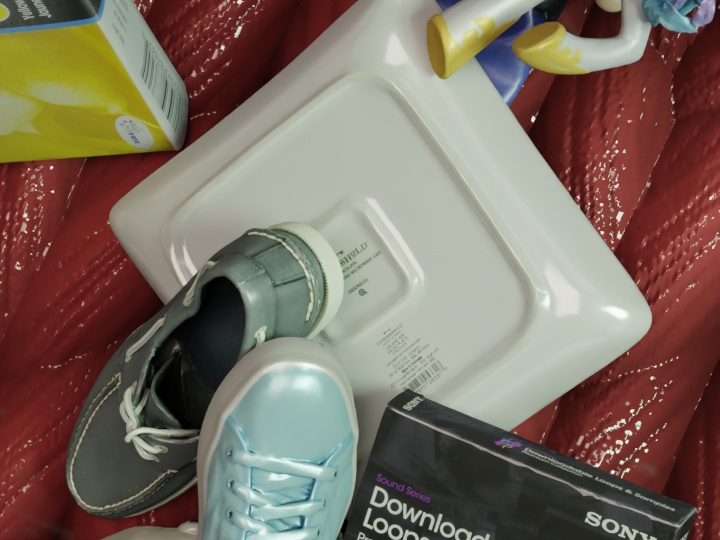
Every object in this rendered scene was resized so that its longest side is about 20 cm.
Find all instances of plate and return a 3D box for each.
[{"bbox_3d":[0.000,0.000,1.221,0.200,0.032,0.200,-37,83,22],"label":"plate"}]

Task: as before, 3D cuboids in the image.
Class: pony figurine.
[{"bbox_3d":[0.124,-0.178,1.158,0.200,0.167,0.193,-15,118,-16],"label":"pony figurine"}]

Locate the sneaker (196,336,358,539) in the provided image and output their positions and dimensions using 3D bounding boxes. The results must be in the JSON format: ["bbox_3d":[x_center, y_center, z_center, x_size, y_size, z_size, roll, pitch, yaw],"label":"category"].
[{"bbox_3d":[-0.038,0.130,1.169,0.074,0.082,0.200,4,114,-17],"label":"sneaker"}]

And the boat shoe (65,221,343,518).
[{"bbox_3d":[-0.087,0.051,1.217,0.073,0.062,0.200,52,126,11],"label":"boat shoe"}]

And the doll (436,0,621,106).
[{"bbox_3d":[0.060,-0.145,1.241,0.136,0.048,0.200,32,93,15],"label":"doll"}]

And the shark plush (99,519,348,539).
[{"bbox_3d":[-0.097,0.159,1.258,0.200,0.091,0.083,-28,102,-1],"label":"shark plush"}]

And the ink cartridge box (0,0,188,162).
[{"bbox_3d":[-0.203,-0.108,1.227,0.200,0.198,0.047,-6,64,13],"label":"ink cartridge box"}]

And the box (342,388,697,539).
[{"bbox_3d":[0.050,0.170,1.195,0.143,0.036,0.200,21,105,15],"label":"box"}]
